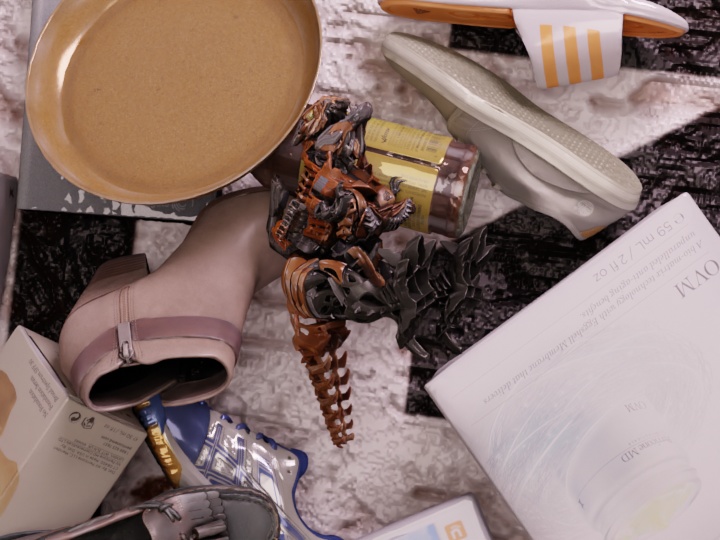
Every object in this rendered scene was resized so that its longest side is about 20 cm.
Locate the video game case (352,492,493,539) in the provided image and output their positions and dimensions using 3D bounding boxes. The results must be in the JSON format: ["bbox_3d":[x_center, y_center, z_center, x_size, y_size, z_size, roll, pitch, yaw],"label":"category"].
[{"bbox_3d":[0.014,0.260,0.977,0.198,0.022,0.184,-23,86,7],"label":"video game case"}]

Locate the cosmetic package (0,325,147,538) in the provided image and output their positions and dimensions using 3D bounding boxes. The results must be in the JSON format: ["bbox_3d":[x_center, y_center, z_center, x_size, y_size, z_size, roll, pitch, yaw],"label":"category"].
[{"bbox_3d":[-0.236,0.150,1.030,0.201,0.071,0.105,-56,40,4],"label":"cosmetic package"}]

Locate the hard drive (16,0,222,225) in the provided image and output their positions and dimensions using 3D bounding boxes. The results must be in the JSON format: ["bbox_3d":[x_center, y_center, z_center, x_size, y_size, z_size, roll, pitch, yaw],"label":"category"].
[{"bbox_3d":[-0.157,-0.135,1.075,0.138,0.033,0.203,4,89,6],"label":"hard drive"}]

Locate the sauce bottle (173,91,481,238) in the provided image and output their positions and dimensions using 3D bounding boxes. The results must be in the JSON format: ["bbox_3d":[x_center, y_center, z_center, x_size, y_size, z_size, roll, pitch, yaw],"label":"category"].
[{"bbox_3d":[-0.022,-0.074,1.014,0.198,0.065,0.065,17,91,11],"label":"sauce bottle"}]

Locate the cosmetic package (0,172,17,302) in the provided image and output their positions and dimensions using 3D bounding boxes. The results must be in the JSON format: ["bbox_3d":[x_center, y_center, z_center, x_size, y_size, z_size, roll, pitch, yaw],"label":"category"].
[{"bbox_3d":[-0.342,-0.024,1.069,0.197,0.081,0.114,6,87,7],"label":"cosmetic package"}]

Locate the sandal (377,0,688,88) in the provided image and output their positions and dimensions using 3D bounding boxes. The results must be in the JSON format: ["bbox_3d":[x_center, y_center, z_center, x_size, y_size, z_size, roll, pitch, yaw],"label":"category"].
[{"bbox_3d":[0.110,-0.149,1.029,0.204,0.079,0.060,6,91,15],"label":"sandal"}]

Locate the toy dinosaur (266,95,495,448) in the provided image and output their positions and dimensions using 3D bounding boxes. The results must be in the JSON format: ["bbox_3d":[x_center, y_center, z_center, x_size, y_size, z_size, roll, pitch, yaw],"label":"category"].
[{"bbox_3d":[0.000,0.000,0.959,0.134,0.102,0.202,9,121,30],"label":"toy dinosaur"}]

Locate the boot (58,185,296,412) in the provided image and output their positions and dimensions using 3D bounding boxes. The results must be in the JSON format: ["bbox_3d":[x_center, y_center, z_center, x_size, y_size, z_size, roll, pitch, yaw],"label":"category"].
[{"bbox_3d":[-0.095,0.023,1.000,0.198,0.147,0.071,-21,122,2],"label":"boot"}]

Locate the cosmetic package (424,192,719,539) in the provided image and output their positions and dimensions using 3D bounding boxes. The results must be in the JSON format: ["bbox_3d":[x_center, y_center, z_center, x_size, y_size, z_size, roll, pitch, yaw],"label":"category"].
[{"bbox_3d":[0.177,0.093,0.989,0.199,0.123,0.201,-37,86,4],"label":"cosmetic package"}]

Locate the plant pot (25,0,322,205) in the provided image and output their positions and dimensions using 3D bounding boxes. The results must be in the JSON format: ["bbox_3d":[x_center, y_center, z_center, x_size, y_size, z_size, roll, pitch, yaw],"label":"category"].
[{"bbox_3d":[-0.117,-0.126,1.008,0.197,0.028,0.202,-5,64,11],"label":"plant pot"}]

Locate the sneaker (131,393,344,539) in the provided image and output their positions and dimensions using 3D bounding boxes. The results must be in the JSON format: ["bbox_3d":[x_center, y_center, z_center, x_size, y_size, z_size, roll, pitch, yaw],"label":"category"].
[{"bbox_3d":[-0.083,0.130,1.051,0.088,0.075,0.201,-31,89,-10],"label":"sneaker"}]

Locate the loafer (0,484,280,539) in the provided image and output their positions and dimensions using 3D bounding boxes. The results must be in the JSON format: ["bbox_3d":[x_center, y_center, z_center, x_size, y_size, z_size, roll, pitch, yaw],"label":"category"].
[{"bbox_3d":[-0.142,0.177,0.964,0.198,0.063,0.073,-11,84,-12],"label":"loafer"}]

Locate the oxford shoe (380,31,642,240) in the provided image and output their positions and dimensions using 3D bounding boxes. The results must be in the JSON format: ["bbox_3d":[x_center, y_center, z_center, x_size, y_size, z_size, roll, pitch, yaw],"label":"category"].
[{"bbox_3d":[0.090,-0.087,1.032,0.199,0.075,0.058,36,117,7],"label":"oxford shoe"}]
